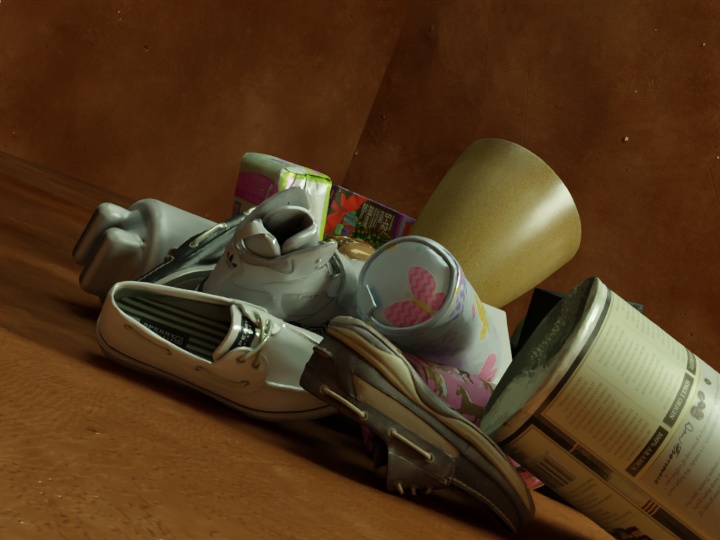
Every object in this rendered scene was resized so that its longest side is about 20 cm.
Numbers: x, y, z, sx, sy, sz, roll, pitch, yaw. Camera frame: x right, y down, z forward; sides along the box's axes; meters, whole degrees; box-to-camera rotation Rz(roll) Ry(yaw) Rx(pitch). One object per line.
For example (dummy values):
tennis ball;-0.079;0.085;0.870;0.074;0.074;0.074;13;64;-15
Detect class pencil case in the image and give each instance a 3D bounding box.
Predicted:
pencil case;0.089;0.130;0.841;0.198;0.084;0.086;21;-11;-38
pencil case;0.062;0.044;0.855;0.089;0.084;0.200;-12;-25;13

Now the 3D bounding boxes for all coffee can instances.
coffee can;0.208;0.123;0.744;0.199;0.147;0.146;37;1;0

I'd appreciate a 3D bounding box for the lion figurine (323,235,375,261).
lion figurine;0.000;0.000;1.070;0.122;0.073;0.200;38;-8;3

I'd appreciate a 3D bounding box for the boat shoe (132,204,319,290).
boat shoe;-0.128;-0.001;0.846;0.060;0.198;0.075;42;-32;32

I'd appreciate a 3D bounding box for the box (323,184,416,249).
box;-0.012;0.012;1.246;0.135;0.203;0.039;21;0;-25

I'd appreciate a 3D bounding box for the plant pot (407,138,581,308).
plant pot;0.130;-0.021;1.191;0.185;0.200;0.188;34;-30;23

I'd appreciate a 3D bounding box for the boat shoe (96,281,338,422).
boat shoe;-0.092;0.058;0.723;0.197;0.075;0.067;11;-31;-9

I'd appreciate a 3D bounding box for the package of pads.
package of pads;-0.101;-0.022;1.131;0.067;0.203;0.154;8;9;-26

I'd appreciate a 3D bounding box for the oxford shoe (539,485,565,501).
oxford shoe;0.211;0.189;0.965;0.199;0.073;0.084;36;4;20

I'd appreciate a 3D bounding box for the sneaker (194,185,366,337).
sneaker;-0.034;-0.002;0.811;0.198;0.116;0.076;-6;50;-38

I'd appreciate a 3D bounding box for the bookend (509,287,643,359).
bookend;0.216;0.105;1.243;0.091;0.202;0.199;10;8;-42

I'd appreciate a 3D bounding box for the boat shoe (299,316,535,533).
boat shoe;0.037;0.120;0.716;0.200;0.073;0.074;43;-7;-1

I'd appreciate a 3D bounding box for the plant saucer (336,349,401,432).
plant saucer;-0.010;0.070;0.917;0.199;0.029;0.201;40;18;-15

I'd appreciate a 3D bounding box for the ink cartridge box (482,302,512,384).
ink cartridge box;0.105;0.121;1.039;0.103;0.059;0.202;21;45;-26

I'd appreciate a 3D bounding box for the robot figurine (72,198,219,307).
robot figurine;-0.163;0.006;0.934;0.198;0.113;0.171;21;28;-35

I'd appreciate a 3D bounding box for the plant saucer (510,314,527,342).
plant saucer;0.264;0.144;1.299;0.198;0.203;0.031;23;28;37
